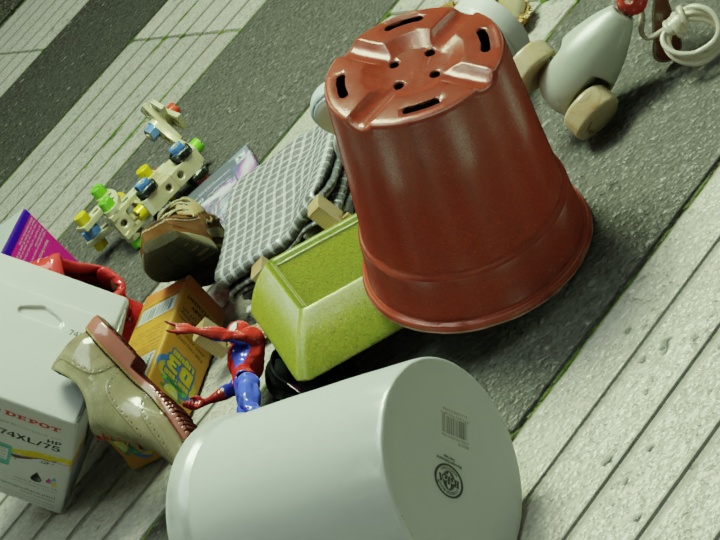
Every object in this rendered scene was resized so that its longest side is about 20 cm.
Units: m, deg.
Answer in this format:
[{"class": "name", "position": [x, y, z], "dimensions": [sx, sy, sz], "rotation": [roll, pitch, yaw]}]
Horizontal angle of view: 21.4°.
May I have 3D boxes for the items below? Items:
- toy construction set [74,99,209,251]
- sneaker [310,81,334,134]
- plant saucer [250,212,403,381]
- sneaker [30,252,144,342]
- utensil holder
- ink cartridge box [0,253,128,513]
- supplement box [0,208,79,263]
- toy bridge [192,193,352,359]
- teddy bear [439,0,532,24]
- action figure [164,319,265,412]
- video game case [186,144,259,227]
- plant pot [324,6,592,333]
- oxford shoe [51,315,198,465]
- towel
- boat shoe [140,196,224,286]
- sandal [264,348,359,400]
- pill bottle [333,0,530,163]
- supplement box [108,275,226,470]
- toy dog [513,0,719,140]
[{"class": "toy construction set", "position": [-0.255, -0.109, 2.289], "dimensions": [0.131, 0.092, 0.201], "rotation": [6, 64, 60]}, {"class": "sneaker", "position": [0.050, -0.117, 1.698], "dimensions": [0.071, 0.198, 0.073], "rotation": [-82, 9, -46]}, {"class": "plant saucer", "position": [0.000, 0.000, 1.681], "dimensions": [0.199, 0.048, 0.200], "rotation": [-29, 23, -6]}, {"class": "sneaker", "position": [-0.259, 0.038, 1.922], "dimensions": [0.085, 0.199, 0.078], "rotation": [-28, 57, 29]}, {"class": "utensil holder", "position": [-0.010, 0.163, 1.346], "dimensions": [0.199, 0.170, 0.171], "rotation": [-20, 32, 37]}, {"class": "ink cartridge box", "position": [-0.320, 0.108, 1.826], "dimensions": [0.200, 0.146, 0.147], "rotation": [111, 178, -57]}, {"class": "supplement box", "position": [-0.330, 0.052, 1.990], "dimensions": [0.101, 0.200, 0.104], "rotation": [-28, 26, 28]}, {"class": "toy bridge", "position": [-0.073, 0.014, 1.806], "dimensions": [0.200, 0.067, 0.027], "rotation": [-46, 20, 23]}, {"class": "teddy bear", "position": [0.092, -0.231, 1.980], "dimensions": [0.199, 0.067, 0.146], "rotation": [-23, 39, 26]}, {"class": "action figure", "position": [-0.124, 0.109, 1.668], "dimensions": [0.098, 0.066, 0.201], "rotation": [1, 36, -6]}, {"class": "video game case", "position": [-0.162, -0.060, 2.138], "dimensions": [0.143, 0.019, 0.200], "rotation": [-41, 23, 5]}, {"class": "plant pot", "position": [0.069, -0.090, 1.526], "dimensions": [0.199, 0.196, 0.202], "rotation": [-13, 39, 11]}, {"class": "oxford shoe", "position": [-0.197, 0.135, 1.694], "dimensions": [0.075, 0.070, 0.200], "rotation": [-41, 68, -3]}, {"class": "towel", "position": [-0.060, -0.061, 1.896], "dimensions": [0.165, 0.086, 0.201], "rotation": [-32, 26, 26]}, {"class": "boat shoe", "position": [-0.180, -0.033, 1.931], "dimensions": [0.075, 0.074, 0.200], "rotation": [-26, -12, 8]}, {"class": "sandal", "position": [-0.042, 0.088, 1.664], "dimensions": [0.075, 0.048, 0.200], "rotation": [-46, 23, -6]}, {"class": "pill bottle", "position": [0.073, -0.164, 1.822], "dimensions": [0.200, 0.112, 0.112], "rotation": [-51, 25, -19]}, {"class": "supplement box", "position": [-0.193, 0.098, 1.867], "dimensions": [0.068, 0.067, 0.201], "rotation": [-25, 30, 31]}, {"class": "toy dog", "position": [0.226, -0.202, 1.674], "dimensions": [0.199, 0.133, 0.096], "rotation": [-30, -12, 19]}]
